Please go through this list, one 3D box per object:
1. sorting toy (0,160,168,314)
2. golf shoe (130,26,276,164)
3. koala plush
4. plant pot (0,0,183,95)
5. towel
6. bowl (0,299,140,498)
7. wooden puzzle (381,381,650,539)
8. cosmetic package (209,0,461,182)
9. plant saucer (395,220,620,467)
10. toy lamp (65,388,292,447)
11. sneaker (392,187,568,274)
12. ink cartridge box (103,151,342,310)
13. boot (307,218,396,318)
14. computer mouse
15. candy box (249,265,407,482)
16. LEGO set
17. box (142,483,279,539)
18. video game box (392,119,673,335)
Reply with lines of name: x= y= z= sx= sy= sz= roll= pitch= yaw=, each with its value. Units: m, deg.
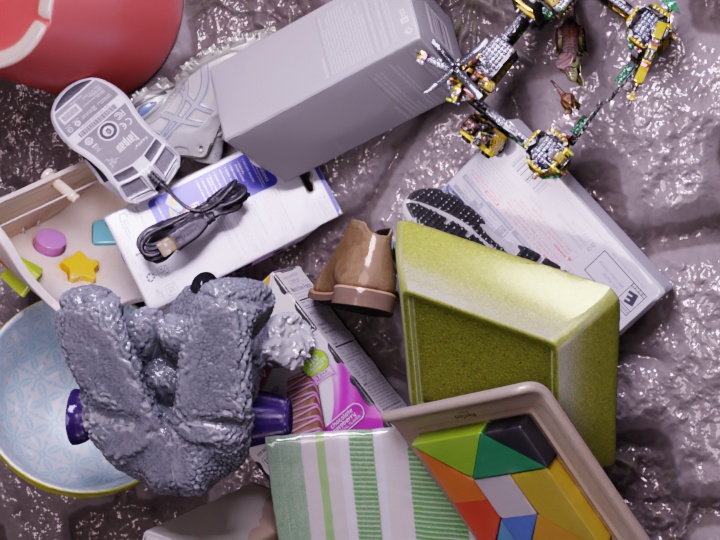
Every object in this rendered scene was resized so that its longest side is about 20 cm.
sorting toy: x=-0.253 y=-0.009 z=1.444 sx=0.180 sy=0.200 sz=0.107 roll=45 pitch=132 yaw=11
golf shoe: x=-0.140 y=-0.152 z=1.435 sx=0.200 sy=0.078 sz=0.097 roll=-28 pitch=96 yaw=31
koala plush: x=-0.137 y=0.076 z=1.312 sx=0.177 sy=0.200 sz=0.185 roll=-3 pitch=105 yaw=14
plant pot: x=-0.291 y=-0.255 z=1.424 sx=0.200 sy=0.177 sz=0.201 roll=2 pitch=96 yaw=23
towel: x=0.023 y=0.206 z=1.369 sx=0.199 sy=0.023 sz=0.153 roll=-5 pitch=110 yaw=2
bowl: x=-0.267 y=0.133 z=1.483 sx=0.200 sy=0.200 sz=0.108 roll=51 pitch=154 yaw=11
wooden puzzle: x=0.128 y=0.180 z=1.273 sx=0.185 sy=0.037 sz=0.200 roll=-18 pitch=117 yaw=49
cosmetic package: x=-0.019 y=-0.166 z=1.337 sx=0.199 sy=0.107 sz=0.091 roll=-22 pitch=62 yaw=19
plant saucer: x=0.109 y=0.074 z=1.257 sx=0.199 sy=0.048 sz=0.200 roll=19 pitch=137 yaw=27
toy lamp: x=-0.161 y=0.131 z=1.390 sx=0.199 sy=0.058 sz=0.058 roll=1 pitch=97 yaw=6
sneaker: x=0.110 y=0.015 z=1.299 sx=0.200 sy=0.074 sz=0.080 roll=39 pitch=133 yaw=14
ink cartridge box: x=-0.125 y=-0.047 z=1.422 sx=0.199 sy=0.039 sz=0.100 roll=-26 pitch=84 yaw=-6
boot: x=0.000 y=0.000 z=1.335 sx=0.073 sy=0.200 sz=0.076 roll=9 pitch=85 yaw=-9
computer mouse: x=-0.200 y=-0.097 z=1.397 sx=0.110 sy=0.044 sz=0.200 roll=-41 pitch=70 yaw=-9
candy box: x=-0.054 y=0.115 z=1.426 sx=0.136 sy=0.061 sz=0.200 roll=-43 pitch=78 yaw=21
LEGO set: x=0.156 y=-0.176 z=1.243 sx=0.200 sy=0.116 sz=0.154 roll=-43 pitch=80 yaw=5
box: x=-0.122 y=0.265 z=1.396 sx=0.077 sy=0.200 sz=0.095 roll=18 pitch=103 yaw=21
video game box: x=0.137 y=0.003 z=1.338 sx=0.182 sy=0.047 sz=0.200 roll=-45 pitch=78 yaw=20
